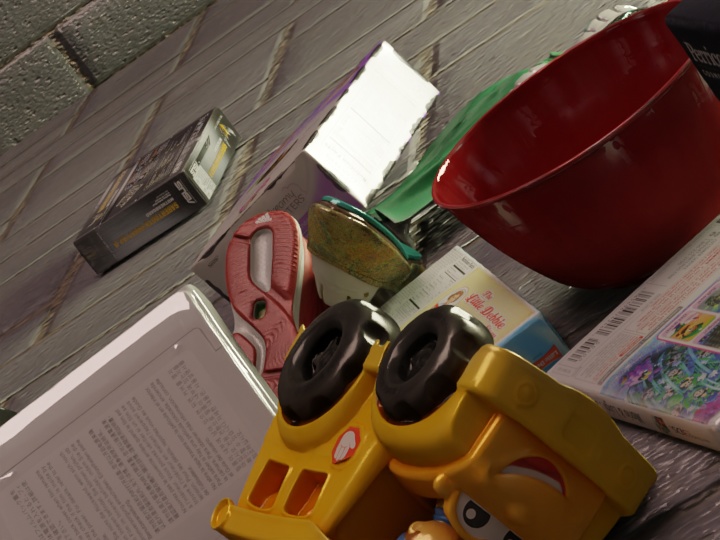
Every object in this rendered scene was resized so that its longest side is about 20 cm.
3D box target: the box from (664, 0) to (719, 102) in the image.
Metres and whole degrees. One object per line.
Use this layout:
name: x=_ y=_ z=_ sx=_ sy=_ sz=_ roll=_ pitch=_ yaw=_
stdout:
box: x=0.248 y=-0.051 z=0.745 sx=0.117 sy=0.200 sz=0.197 roll=-38 pitch=16 yaw=-3

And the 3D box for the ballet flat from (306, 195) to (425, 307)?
ballet flat: x=0.000 y=0.000 z=1.265 sx=0.071 sy=0.071 sz=0.200 roll=-36 pitch=-12 yaw=5

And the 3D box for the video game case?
video game case: x=0.209 y=0.010 z=0.979 sx=0.200 sy=0.024 sz=0.182 roll=-41 pitch=17 yaw=-13

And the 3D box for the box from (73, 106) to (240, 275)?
box: x=-0.223 y=-0.091 z=2.101 sx=0.158 sy=0.048 sz=0.200 roll=-32 pitch=17 yaw=19

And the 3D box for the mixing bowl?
mixing bowl: x=0.152 y=-0.060 z=1.131 sx=0.200 sy=0.109 sz=0.200 roll=-33 pitch=17 yaw=12

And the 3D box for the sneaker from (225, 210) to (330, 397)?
sneaker: x=-0.044 y=0.070 z=1.280 sx=0.078 sy=0.116 sz=0.201 roll=-5 pitch=63 yaw=29

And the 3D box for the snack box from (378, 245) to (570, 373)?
snack box: x=0.049 y=0.051 z=1.172 sx=0.116 sy=0.037 sz=0.200 roll=-38 pitch=16 yaw=-1

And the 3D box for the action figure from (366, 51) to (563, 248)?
action figure: x=0.092 y=-0.097 z=1.454 sx=0.200 sy=0.055 sz=0.118 roll=-43 pitch=15 yaw=-6

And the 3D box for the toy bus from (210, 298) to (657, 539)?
toy bus: x=0.015 y=0.125 z=0.908 sx=0.192 sy=0.136 sz=0.200 roll=-57 pitch=25 yaw=-18

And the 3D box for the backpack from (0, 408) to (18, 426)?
backpack: x=-0.327 y=0.179 z=1.401 sx=0.200 sy=0.151 sz=0.178 roll=-44 pitch=-11 yaw=1

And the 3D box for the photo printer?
photo printer: x=-0.132 y=0.131 z=1.124 sx=0.200 sy=0.167 sz=0.069 roll=-38 pitch=-17 yaw=0

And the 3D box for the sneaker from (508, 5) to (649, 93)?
sneaker: x=0.175 y=-0.131 z=1.346 sx=0.091 sy=0.078 sz=0.200 roll=-8 pitch=35 yaw=52

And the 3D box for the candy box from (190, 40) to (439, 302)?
candy box: x=-0.036 y=-0.076 z=1.572 sx=0.168 sy=0.072 sz=0.200 roll=-43 pitch=10 yaw=37
